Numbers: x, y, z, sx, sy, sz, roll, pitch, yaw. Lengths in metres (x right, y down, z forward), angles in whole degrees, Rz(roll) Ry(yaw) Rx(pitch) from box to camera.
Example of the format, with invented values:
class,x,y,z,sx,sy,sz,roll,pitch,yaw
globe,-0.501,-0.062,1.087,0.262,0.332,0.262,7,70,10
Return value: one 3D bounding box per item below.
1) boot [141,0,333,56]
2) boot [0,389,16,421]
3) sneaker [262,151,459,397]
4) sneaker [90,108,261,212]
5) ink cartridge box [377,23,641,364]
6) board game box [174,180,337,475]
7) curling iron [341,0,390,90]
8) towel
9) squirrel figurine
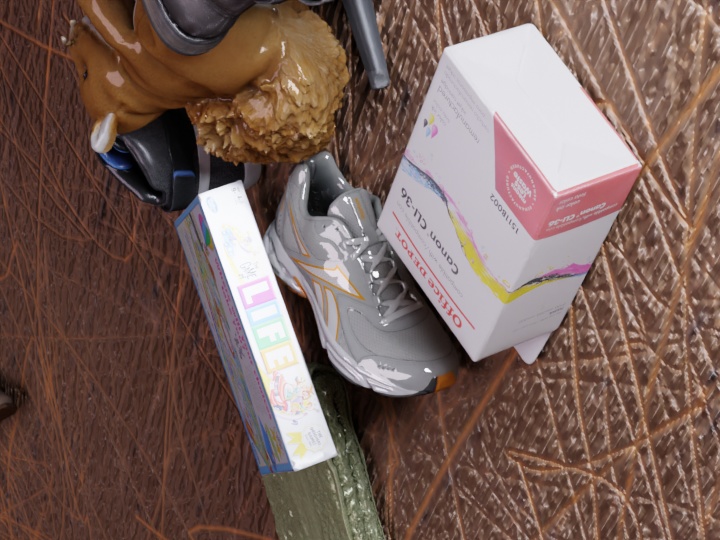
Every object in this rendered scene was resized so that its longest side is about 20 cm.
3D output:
class,x,y,z,sx,sy,sz,roll,pitch,yaw
boot,-0.086,-0.224,1.129,0.174,0.069,0.201,-23,94,60
boot,-0.440,0.108,2.185,0.200,0.070,0.147,-34,76,61
sneaker,0.000,0.000,1.335,0.200,0.075,0.093,47,140,35
sneaker,-0.160,-0.140,1.484,0.201,0.111,0.073,63,150,13
ink cartridge box,0.078,-0.031,1.178,0.117,0.067,0.201,55,148,26
board game box,-0.077,0.045,1.429,0.134,0.034,0.202,153,98,-76
curling iron,-0.021,-0.210,1.279,0.049,0.026,0.201,-23,91,25
towel,-0.032,0.166,1.532,0.148,0.036,0.202,-5,104,62
squirrel figurine,-0.107,-0.132,1.318,0.200,0.142,0.186,43,136,-8
